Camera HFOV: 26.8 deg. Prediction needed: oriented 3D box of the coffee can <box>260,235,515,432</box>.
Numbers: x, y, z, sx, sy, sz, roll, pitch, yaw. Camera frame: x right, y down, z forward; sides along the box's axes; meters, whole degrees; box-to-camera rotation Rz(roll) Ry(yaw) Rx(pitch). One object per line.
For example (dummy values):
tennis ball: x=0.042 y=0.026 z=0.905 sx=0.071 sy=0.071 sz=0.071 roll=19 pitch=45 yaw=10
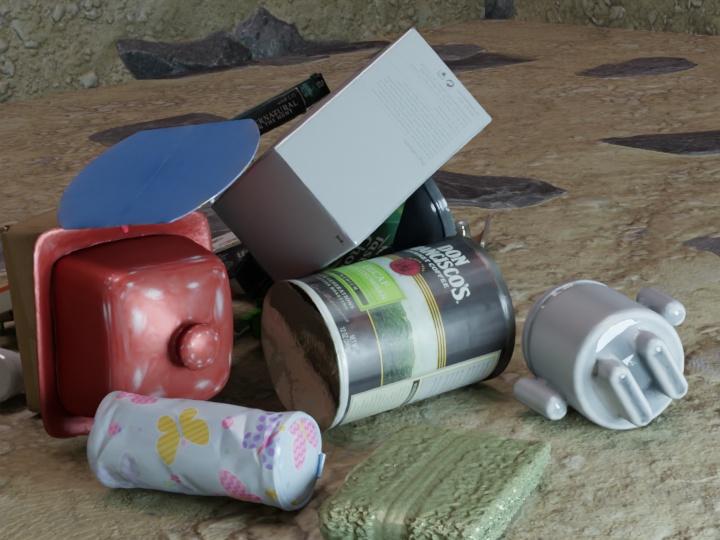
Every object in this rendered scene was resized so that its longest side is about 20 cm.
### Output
coffee can: x=0.026 y=0.059 z=1.439 sx=0.199 sy=0.147 sz=0.146 roll=-15 pitch=19 yaw=-30

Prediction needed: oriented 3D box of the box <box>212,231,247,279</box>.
box: x=-0.146 y=-0.018 z=1.702 sx=0.199 sy=0.035 sz=0.110 roll=-23 pitch=11 yaw=-25

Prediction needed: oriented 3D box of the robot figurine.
robot figurine: x=0.219 y=0.075 z=1.389 sx=0.169 sy=0.113 sz=0.200 roll=-32 pitch=22 yaw=-8

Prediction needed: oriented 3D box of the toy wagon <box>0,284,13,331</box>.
toy wagon: x=-0.353 y=0.027 z=1.727 sx=0.155 sy=0.040 sz=0.200 roll=-15 pitch=-6 yaw=-9

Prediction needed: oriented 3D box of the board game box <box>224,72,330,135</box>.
board game box: x=-0.131 y=-0.134 z=1.497 sx=0.199 sy=0.028 sz=0.135 roll=-26 pitch=8 yaw=13

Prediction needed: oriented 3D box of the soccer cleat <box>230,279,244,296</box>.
soccer cleat: x=-0.134 y=-0.007 z=1.831 sx=0.199 sy=0.069 sz=0.078 roll=15 pitch=51 yaw=35

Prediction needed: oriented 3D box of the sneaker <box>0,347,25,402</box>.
sneaker: x=-0.423 y=0.102 z=1.579 sx=0.199 sy=0.076 sz=0.088 roll=9 pitch=7 yaw=22

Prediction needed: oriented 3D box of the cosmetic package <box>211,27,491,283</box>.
cosmetic package: x=-0.014 y=-0.103 z=1.464 sx=0.200 sy=0.123 sz=0.199 roll=-45 pitch=6 yaw=-26

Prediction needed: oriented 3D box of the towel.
towel: x=0.064 y=0.176 z=1.224 sx=0.148 sy=0.037 sz=0.200 roll=3 pitch=17 yaw=23

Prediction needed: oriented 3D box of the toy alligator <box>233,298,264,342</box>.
toy alligator: x=-0.092 y=0.049 z=1.658 sx=0.054 sy=0.060 sz=0.200 roll=2 pitch=17 yaw=20

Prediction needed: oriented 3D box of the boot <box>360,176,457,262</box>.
boot: x=0.000 y=0.001 z=1.550 sx=0.199 sy=0.165 sz=0.066 roll=-23 pitch=50 yaw=-9

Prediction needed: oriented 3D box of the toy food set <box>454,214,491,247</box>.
toy food set: x=0.066 y=-0.044 z=1.932 sx=0.199 sy=0.061 sz=0.144 roll=-3 pitch=16 yaw=9

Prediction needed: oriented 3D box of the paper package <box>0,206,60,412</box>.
paper package: x=-0.251 y=0.029 z=1.517 sx=0.103 sy=0.201 sz=0.190 roll=5 pitch=19 yaw=31

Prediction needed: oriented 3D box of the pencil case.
pencil case: x=-0.132 y=0.153 z=1.277 sx=0.199 sy=0.083 sz=0.091 roll=3 pitch=-26 yaw=26

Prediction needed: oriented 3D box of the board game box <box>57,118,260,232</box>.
board game box: x=-0.179 y=-0.073 z=1.378 sx=0.199 sy=0.039 sz=0.158 roll=-3 pitch=37 yaw=30

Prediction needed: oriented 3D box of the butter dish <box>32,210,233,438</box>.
butter dish: x=-0.184 y=0.057 z=1.383 sx=0.199 sy=0.201 sz=0.148 roll=-10 pitch=16 yaw=-39

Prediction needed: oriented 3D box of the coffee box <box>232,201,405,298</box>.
coffee box: x=-0.035 y=-0.027 z=1.657 sx=0.200 sy=0.123 sz=0.044 roll=-2 pitch=49 yaw=-54
